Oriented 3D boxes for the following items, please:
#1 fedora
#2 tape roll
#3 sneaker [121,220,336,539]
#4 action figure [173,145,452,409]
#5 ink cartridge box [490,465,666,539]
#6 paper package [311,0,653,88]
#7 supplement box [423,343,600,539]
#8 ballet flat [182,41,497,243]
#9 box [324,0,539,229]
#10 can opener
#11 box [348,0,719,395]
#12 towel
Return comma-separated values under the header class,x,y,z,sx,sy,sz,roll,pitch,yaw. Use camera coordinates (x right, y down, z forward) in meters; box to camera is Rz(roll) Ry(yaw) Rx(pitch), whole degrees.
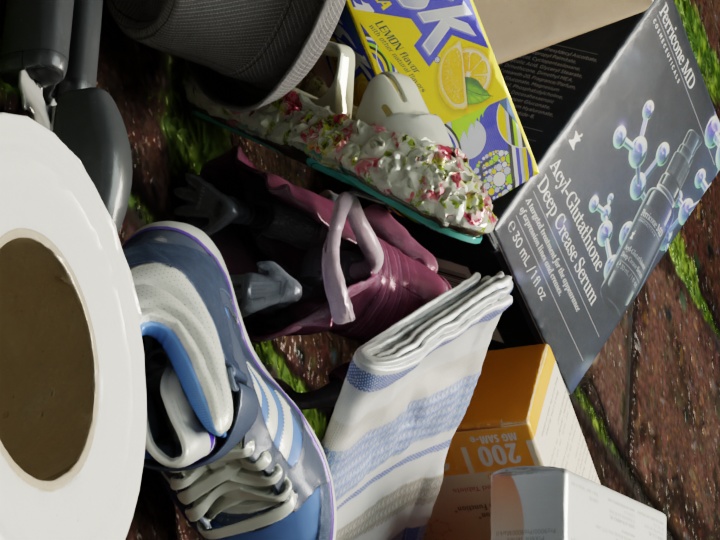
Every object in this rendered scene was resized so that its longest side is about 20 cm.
class,x,y,z,sx,sy,sz,roll,pitch,yaw
fedora,-0.070,-0.181,1.370,0.090,0.177,0.202,9,91,-30
tape roll,-0.159,0.039,1.148,0.202,0.070,0.204,-8,90,-69
sneaker,-0.075,0.084,1.309,0.147,0.080,0.201,-73,144,-69
action figure,0.000,0.000,1.471,0.199,0.148,0.135,23,64,-44
ink cartridge box,0.118,0.217,1.521,0.162,0.050,0.202,28,63,-61
paper package,0.037,-0.205,1.541,0.104,0.199,0.192,-121,-167,-67
supplement box,0.073,0.146,1.638,0.074,0.125,0.201,-71,146,-49
ballet flat,-0.009,-0.077,1.416,0.075,0.199,0.064,7,107,-56
box,0.019,-0.126,1.467,0.064,0.070,0.201,23,-40,61
can opener,-0.126,-0.096,1.284,0.053,0.066,0.201,47,41,-57
box,0.108,-0.057,1.648,0.200,0.107,0.149,-54,139,-25
towel,0.012,0.102,1.464,0.147,0.024,0.201,-29,144,-54
